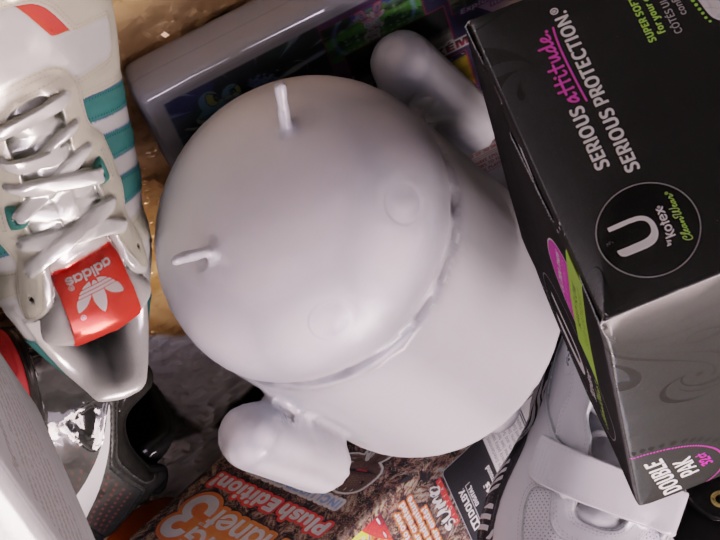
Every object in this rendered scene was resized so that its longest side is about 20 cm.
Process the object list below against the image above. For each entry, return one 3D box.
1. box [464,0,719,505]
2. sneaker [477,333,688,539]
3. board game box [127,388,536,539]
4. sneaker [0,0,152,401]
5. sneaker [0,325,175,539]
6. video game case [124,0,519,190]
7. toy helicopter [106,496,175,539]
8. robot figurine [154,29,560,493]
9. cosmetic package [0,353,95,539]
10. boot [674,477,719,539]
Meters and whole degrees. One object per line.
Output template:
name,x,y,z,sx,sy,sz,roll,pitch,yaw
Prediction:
box,0.155,-0.034,0.938,0.200,0.124,0.149,-21,150,-1
sneaker,0.099,0.055,1.073,0.075,0.200,0.115,18,154,1
board game box,0.008,0.140,1.173,0.200,0.097,0.159,-40,124,-27
sneaker,-0.100,-0.030,0.969,0.070,0.093,0.200,-22,148,-13
sneaker,-0.122,0.087,1.137,0.098,0.071,0.200,-15,144,-19
video game case,0.024,-0.068,1.086,0.200,0.023,0.182,-27,148,-3
toy helicopter,-0.013,0.107,1.274,0.200,0.079,0.132,-2,130,-54
robot figurine,0.000,0.000,1.033,0.200,0.113,0.170,37,70,-56
cosmetic package,-0.195,0.071,0.920,0.167,0.166,0.200,-28,131,-2
boot,0.188,0.088,1.161,0.151,0.073,0.200,-28,177,36
